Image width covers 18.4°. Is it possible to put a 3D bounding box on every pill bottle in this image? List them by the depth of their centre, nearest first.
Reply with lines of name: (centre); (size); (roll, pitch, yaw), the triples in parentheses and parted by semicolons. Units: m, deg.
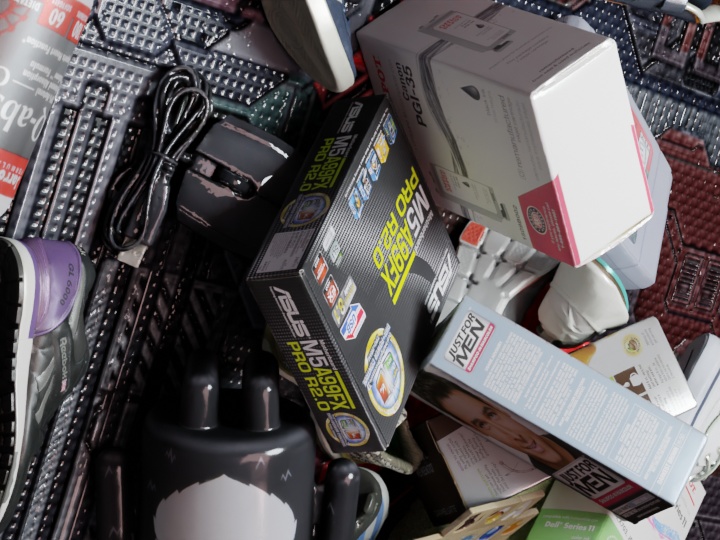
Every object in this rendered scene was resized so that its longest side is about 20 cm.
pill bottle: (-0.246, -0.098, 1.326); (0.116, 0.116, 0.201); (22, 89, -44)

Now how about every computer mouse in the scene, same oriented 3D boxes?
computer mouse: (-0.076, -0.045, 1.539); (0.200, 0.053, 0.139); (24, 88, -44)

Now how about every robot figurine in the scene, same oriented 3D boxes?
robot figurine: (-0.092, 0.158, 1.545); (0.125, 0.150, 0.201); (-18, 116, -51)

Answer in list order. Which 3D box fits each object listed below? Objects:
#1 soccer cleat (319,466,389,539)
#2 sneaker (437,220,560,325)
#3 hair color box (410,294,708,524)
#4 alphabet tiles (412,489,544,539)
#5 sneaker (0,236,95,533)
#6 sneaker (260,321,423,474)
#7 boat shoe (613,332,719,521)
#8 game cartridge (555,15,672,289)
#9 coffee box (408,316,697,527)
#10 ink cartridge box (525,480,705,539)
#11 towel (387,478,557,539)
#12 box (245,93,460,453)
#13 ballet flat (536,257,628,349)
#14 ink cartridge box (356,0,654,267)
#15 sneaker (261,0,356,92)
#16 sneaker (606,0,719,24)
soccer cleat: (-0.048, 0.232, 1.652); (0.200, 0.070, 0.086); (-46, 158, -8)
sneaker: (0.098, 0.019, 1.721); (0.200, 0.077, 0.082); (-51, 163, -24)
hair color box: (0.136, 0.101, 1.587); (0.200, 0.099, 0.061); (31, 72, -2)
alphabet tiles: (0.044, 0.224, 1.660); (0.200, 0.006, 0.166); (-43, 158, 31)
sneaker: (-0.212, 0.079, 1.450); (0.087, 0.076, 0.201); (1, 104, -48)
sneaker: (-0.002, 0.079, 1.613); (0.077, 0.088, 0.200); (-50, 139, -19)
boat shoe: (0.264, 0.132, 1.768); (0.067, 0.074, 0.200); (37, 54, -3)
game cartridge: (0.188, -0.084, 1.734); (0.200, 0.041, 0.133); (54, 43, -39)
coffee box: (0.138, 0.116, 1.695); (0.199, 0.114, 0.080); (-24, 85, -16)
ink cartridge box: (0.219, 0.188, 1.833); (0.117, 0.067, 0.200); (59, 46, -35)
towel: (0.108, 0.215, 1.806); (0.149, 0.036, 0.200); (-55, 133, -12)
box: (0.000, 0.000, 1.536); (0.161, 0.044, 0.200); (65, 33, -32)
ballet flat: (0.166, 0.032, 1.718); (0.070, 0.069, 0.200); (-63, 173, -5)
ink cartridge box: (0.101, -0.105, 1.575); (0.083, 0.200, 0.147); (-34, 125, -24)
sneaker: (-0.028, -0.218, 1.506); (0.084, 0.075, 0.200); (-35, 125, -22)
sneaker: (0.228, -0.239, 1.726); (0.199, 0.079, 0.079); (4, 103, -41)
